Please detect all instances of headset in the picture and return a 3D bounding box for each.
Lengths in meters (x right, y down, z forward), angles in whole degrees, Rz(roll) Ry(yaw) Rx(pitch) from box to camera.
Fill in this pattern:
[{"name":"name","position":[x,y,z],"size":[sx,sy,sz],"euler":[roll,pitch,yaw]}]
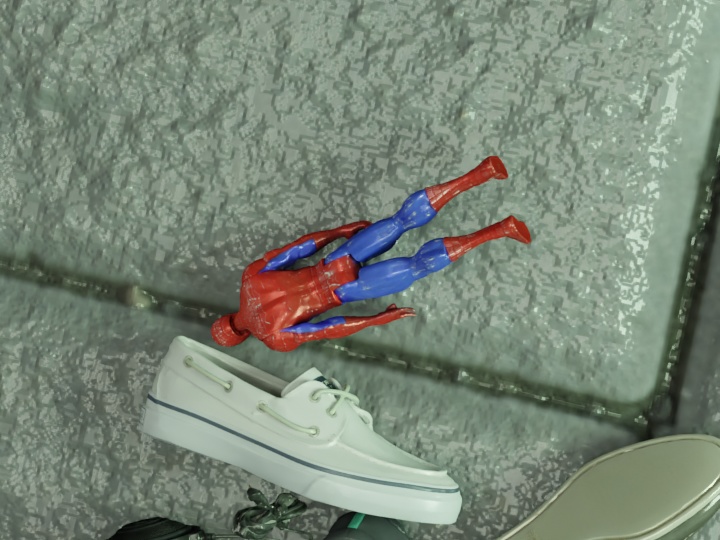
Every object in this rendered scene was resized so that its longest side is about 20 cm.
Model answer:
[{"name":"headset","position":[-0.107,0.194,1.248],"size":[0.200,0.094,0.124],"euler":[-42,80,20]}]

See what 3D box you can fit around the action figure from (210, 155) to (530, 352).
[{"name":"action figure","position":[0.000,0.000,1.255],"size":[0.199,0.052,0.066],"euler":[-24,77,16]}]

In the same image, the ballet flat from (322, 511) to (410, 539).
[{"name":"ballet flat","position":[0.006,0.237,1.234],"size":[0.073,0.073,0.201],"euler":[-7,86,12]}]

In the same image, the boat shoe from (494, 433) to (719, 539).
[{"name":"boat shoe","position":[0.126,0.159,1.223],"size":[0.200,0.057,0.067],"euler":[-31,46,6]}]

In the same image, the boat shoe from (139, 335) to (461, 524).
[{"name":"boat shoe","position":[-0.033,0.089,1.245],"size":[0.199,0.074,0.067],"euler":[16,94,14]}]
